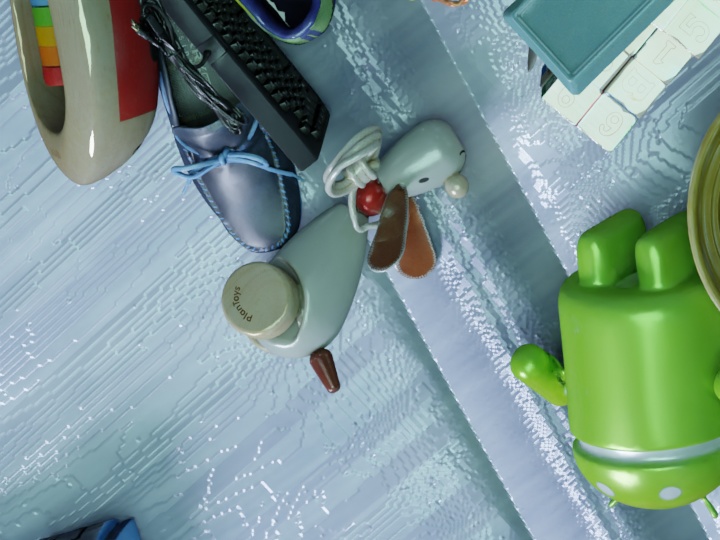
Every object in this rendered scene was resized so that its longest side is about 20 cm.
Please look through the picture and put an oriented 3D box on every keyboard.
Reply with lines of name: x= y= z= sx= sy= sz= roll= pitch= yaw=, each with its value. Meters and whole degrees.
keyboard: x=-0.090 y=-0.145 z=1.697 sx=0.021 sy=0.127 sz=0.200 roll=-30 pitch=112 yaw=28

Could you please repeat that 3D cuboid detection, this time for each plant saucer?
plant saucer: x=0.174 y=-0.198 z=1.614 sx=0.200 sy=0.019 sz=0.070 roll=-45 pitch=81 yaw=18

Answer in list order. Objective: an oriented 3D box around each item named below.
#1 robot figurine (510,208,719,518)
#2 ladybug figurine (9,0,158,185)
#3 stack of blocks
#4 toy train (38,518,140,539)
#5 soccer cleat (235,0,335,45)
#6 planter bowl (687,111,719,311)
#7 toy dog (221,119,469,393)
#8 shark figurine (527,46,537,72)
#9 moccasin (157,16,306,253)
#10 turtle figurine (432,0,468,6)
robot figurine: x=0.190 y=0.065 z=1.754 sx=0.174 sy=0.116 sz=0.202 roll=3 pitch=109 yaw=30
ladybug figurine: x=-0.175 y=-0.157 z=1.719 sx=0.071 sy=0.136 sz=0.202 roll=-14 pitch=108 yaw=-22
stack of blocks: x=0.197 y=-0.173 z=1.685 sx=0.058 sy=0.115 sz=0.200 roll=38 pitch=106 yaw=-7
toy train: x=-0.229 y=0.247 z=1.861 sx=0.199 sy=0.087 sz=0.115 roll=-16 pitch=95 yaw=11
soccer cleat: x=-0.086 y=-0.229 z=1.706 sx=0.065 sy=0.084 sz=0.200 roll=-37 pitch=100 yaw=14
planter bowl: x=0.295 y=-0.038 z=1.721 sx=0.199 sy=0.083 sz=0.202 roll=0 pitch=91 yaw=-9
toy dog: x=0.000 y=0.000 z=1.756 sx=0.096 sy=0.132 sz=0.200 roll=48 pitch=115 yaw=13
shark figurine: x=0.036 y=-0.224 z=1.709 sx=0.213 sy=0.129 sz=0.090 roll=27 pitch=137 yaw=-11
moccasin: x=-0.101 y=-0.098 z=1.754 sx=0.080 sy=0.068 sz=0.201 roll=-25 pitch=103 yaw=11
turtle figurine: x=0.005 y=-0.257 z=1.604 sx=0.160 sy=0.065 sz=0.201 roll=-1 pitch=116 yaw=-3
